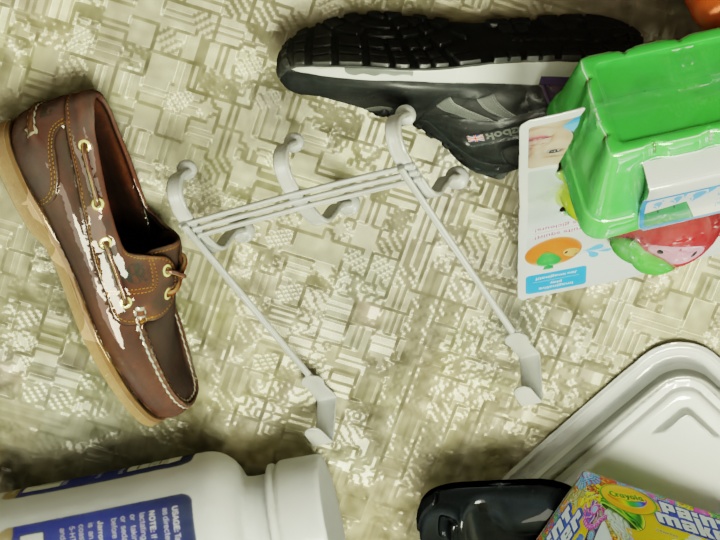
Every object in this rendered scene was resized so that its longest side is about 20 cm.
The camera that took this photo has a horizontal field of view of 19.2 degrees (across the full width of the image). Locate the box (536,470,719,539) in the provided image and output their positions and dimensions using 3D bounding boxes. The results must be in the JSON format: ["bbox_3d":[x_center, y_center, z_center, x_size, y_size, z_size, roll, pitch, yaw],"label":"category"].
[{"bbox_3d":[0.200,0.237,1.175,0.200,0.193,0.122,19,117,-21],"label":"box"}]

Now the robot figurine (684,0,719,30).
[{"bbox_3d":[0.247,-0.201,1.091,0.200,0.117,0.144,-27,81,11],"label":"robot figurine"}]

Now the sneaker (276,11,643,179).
[{"bbox_3d":[0.053,-0.088,1.163,0.200,0.076,0.088,1,119,-1],"label":"sneaker"}]

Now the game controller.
[{"bbox_3d":[0.099,0.204,1.282,0.104,0.042,0.200,-9,125,8],"label":"game controller"}]

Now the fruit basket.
[{"bbox_3d":[0.174,-0.043,1.134,0.185,0.094,0.200,-12,147,-3],"label":"fruit basket"}]

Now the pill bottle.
[{"bbox_3d":[-0.112,0.171,1.244,0.200,0.120,0.120,-12,113,5],"label":"pill bottle"}]

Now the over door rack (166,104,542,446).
[{"bbox_3d":[0.000,0.000,1.190,0.148,0.067,0.200,-13,127,23],"label":"over door rack"}]

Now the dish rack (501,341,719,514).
[{"bbox_3d":[0.199,0.158,1.283,0.200,0.044,0.172,42,106,-17],"label":"dish rack"}]

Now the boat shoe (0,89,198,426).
[{"bbox_3d":[-0.134,-0.005,1.195,0.070,0.070,0.200,-21,112,12],"label":"boat shoe"}]
